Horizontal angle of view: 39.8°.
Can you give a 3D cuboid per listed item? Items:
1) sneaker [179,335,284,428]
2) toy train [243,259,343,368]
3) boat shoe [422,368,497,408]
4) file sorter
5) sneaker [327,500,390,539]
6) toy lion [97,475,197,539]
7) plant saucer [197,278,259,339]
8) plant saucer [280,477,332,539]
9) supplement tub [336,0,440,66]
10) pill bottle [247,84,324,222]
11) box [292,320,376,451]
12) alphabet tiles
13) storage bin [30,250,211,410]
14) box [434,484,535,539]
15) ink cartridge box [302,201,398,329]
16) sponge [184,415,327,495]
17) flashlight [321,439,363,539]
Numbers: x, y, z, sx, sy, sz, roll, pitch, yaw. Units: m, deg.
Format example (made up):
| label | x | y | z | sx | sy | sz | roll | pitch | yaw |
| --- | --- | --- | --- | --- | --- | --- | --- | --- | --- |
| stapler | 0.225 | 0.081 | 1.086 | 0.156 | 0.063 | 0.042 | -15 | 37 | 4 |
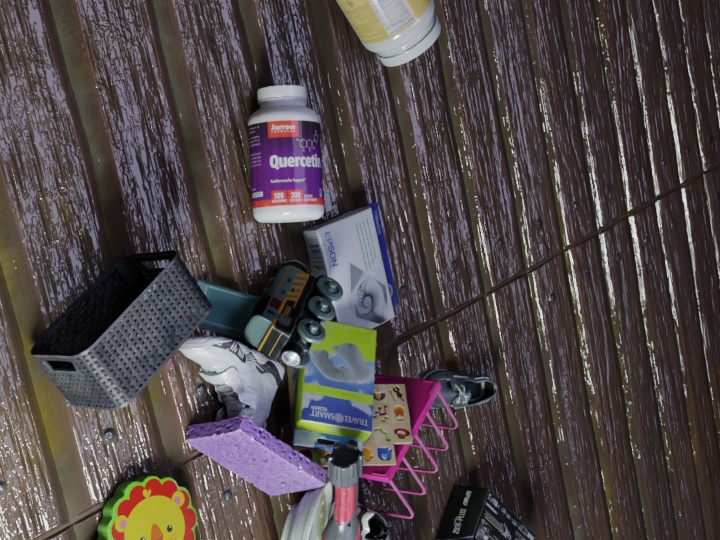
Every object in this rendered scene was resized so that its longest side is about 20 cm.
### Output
| label | x | y | z | sx | sy | sz | roll | pitch | yaw |
| --- | --- | --- | --- | --- | --- | --- | --- | --- | --- |
| sneaker | -0.191 | 0.168 | 1.449 | 0.199 | 0.074 | 0.117 | 29 | 64 | -47 |
| toy train | -0.100 | 0.060 | 1.511 | 0.113 | 0.086 | 0.201 | 30 | 38 | -6 |
| boat shoe | 0.185 | 0.224 | 1.881 | 0.199 | 0.061 | 0.074 | 6 | 84 | -48 |
| file sorter | 0.060 | 0.298 | 1.683 | 0.201 | 0.138 | 0.126 | -56 | 130 | -33 |
| sneaker | 0.015 | 0.442 | 1.648 | 0.200 | 0.079 | 0.075 | 52 | 47 | -53 |
| toy lion | -0.298 | 0.383 | 1.337 | 0.199 | 0.068 | 0.194 | -24 | 99 | -46 |
| plant saucer | -0.173 | 0.069 | 1.519 | 0.199 | 0.019 | 0.071 | 20 | 73 | -45 |
| plant saucer | -0.090 | 0.417 | 1.534 | 0.200 | 0.049 | 0.203 | 11 | 90 | -82 |
| supplement tub | 0.038 | -0.465 | 1.688 | 0.201 | 0.144 | 0.146 | 53 | 52 | -32 |
| pill bottle | -0.115 | -0.176 | 1.525 | 0.112 | 0.111 | 0.203 | -5 | 92 | -48 |
| box | -0.040 | 0.181 | 1.566 | 0.120 | 0.048 | 0.203 | 12 | 59 | -15 |
| alphabet tiles | -0.015 | 0.228 | 1.581 | 0.197 | 0.008 | 0.169 | 2 | 61 | -18 |
| storage bin | -0.305 | 0.074 | 1.281 | 0.200 | 0.134 | 0.094 | -51 | 123 | -36 |
| box | 0.234 | 0.532 | 1.902 | 0.200 | 0.085 | 0.165 | 46 | 56 | -36 |
| ink cartridge box | 0.000 | 0.000 | 1.699 | 0.199 | 0.040 | 0.203 | -26 | 107 | -46 |
| sponge | -0.151 | 0.274 | 1.462 | 0.200 | 0.110 | 0.030 | 43 | 44 | -38 |
| flashlight | -0.028 | 0.357 | 1.504 | 0.067 | 0.068 | 0.202 | -12 | 126 | -19 |
